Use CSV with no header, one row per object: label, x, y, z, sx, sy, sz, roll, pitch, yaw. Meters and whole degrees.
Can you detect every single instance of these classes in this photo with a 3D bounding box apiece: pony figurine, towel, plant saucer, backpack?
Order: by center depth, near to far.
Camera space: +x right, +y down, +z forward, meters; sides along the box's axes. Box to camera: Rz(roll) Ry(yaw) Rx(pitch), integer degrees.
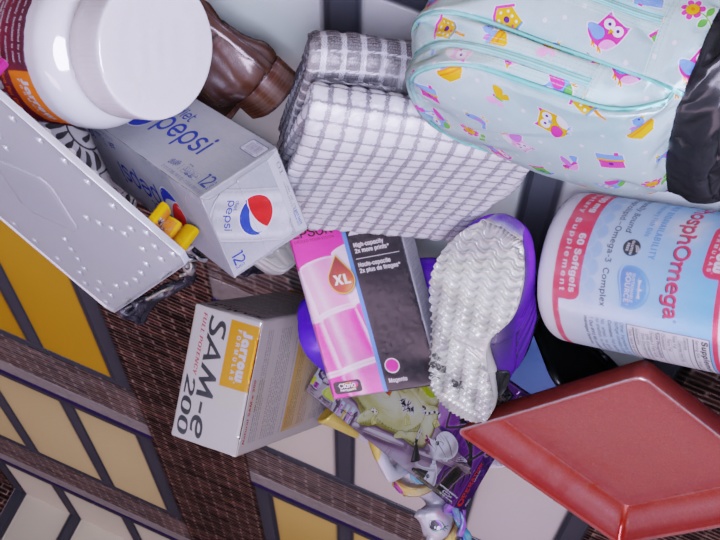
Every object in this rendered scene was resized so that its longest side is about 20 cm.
backpack,0.126,-0.118,0.757,0.198,0.128,0.167,21,159,18
towel,0.026,-0.090,0.920,0.163,0.087,0.200,5,163,-11
plant saucer,0.211,0.140,1.049,0.199,0.037,0.199,36,146,-23
pony figurine,0.074,0.171,1.349,0.166,0.193,0.201,-15,115,52

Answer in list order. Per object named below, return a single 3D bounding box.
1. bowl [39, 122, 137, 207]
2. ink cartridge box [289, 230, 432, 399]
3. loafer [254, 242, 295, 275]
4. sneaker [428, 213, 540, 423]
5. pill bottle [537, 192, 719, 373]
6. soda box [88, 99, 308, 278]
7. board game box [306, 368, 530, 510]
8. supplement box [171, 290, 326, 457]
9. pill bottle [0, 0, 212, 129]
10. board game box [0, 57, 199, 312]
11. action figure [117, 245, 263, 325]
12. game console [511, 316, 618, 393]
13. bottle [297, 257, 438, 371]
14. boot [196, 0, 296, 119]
bowl,-0.236,-0.100,1.091,0.201,0.094,0.201,46,161,21
ink cartridge box,0.000,0.000,1.069,0.094,0.037,0.202,-10,104,20
loafer,-0.127,-0.075,1.140,0.200,0.070,0.070,49,153,-3
sneaker,0.102,0.017,1.015,0.069,0.100,0.201,29,141,19
pill bottle,0.231,0.012,0.932,0.198,0.110,0.109,10,152,31
soda box,-0.119,-0.072,0.931,0.199,0.063,0.069,33,152,49
board game box,0.049,0.111,1.229,0.199,0.121,0.032,33,-178,36
supplement box,-0.091,0.092,1.286,0.073,0.128,0.200,14,-173,21
pill bottle,-0.196,-0.152,0.905,0.199,0.110,0.110,11,153,43
board game box,-0.215,-0.060,0.929,0.200,0.026,0.200,42,156,-11
action figure,-0.138,-0.033,1.223,0.198,0.102,0.120,-26,101,14
game console,0.169,0.112,1.178,0.175,0.117,0.200,-14,134,43
bottle,0.046,0.029,1.127,0.198,0.066,0.083,-20,146,24
boot,-0.158,-0.185,0.995,0.200,0.065,0.186,40,153,-21
